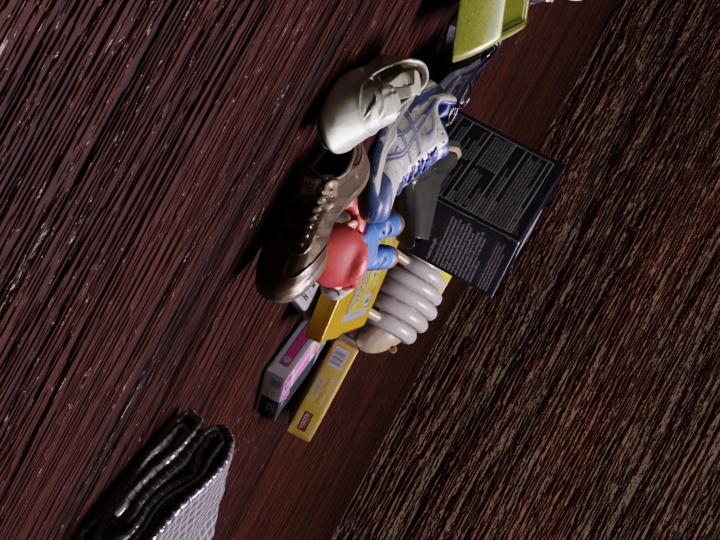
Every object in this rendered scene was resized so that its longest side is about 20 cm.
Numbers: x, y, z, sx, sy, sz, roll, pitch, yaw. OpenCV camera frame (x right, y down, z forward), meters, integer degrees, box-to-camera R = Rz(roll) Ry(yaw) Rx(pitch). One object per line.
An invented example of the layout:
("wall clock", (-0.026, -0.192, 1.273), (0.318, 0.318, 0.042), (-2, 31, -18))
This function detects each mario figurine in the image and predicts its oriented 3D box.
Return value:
("mario figurine", (-0.026, -0.035, 1.517), (0.106, 0.124, 0.200), (-24, 176, 23))

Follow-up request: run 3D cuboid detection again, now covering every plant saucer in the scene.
("plant saucer", (0.165, -0.348, 1.567), (0.200, 0.048, 0.200), (-42, 141, -65))

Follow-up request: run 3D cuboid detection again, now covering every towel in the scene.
("towel", (-0.205, 0.261, 1.361), (0.200, 0.086, 0.166), (-52, 165, -47))

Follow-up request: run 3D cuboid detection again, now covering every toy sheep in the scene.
("toy sheep", (0.054, 0.030, 1.945), (0.200, 0.138, 0.138), (-59, 171, -3))

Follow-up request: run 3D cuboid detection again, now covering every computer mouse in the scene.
("computer mouse", (0.096, -0.229, 1.669), (0.139, 0.053, 0.200), (-57, 170, 26))

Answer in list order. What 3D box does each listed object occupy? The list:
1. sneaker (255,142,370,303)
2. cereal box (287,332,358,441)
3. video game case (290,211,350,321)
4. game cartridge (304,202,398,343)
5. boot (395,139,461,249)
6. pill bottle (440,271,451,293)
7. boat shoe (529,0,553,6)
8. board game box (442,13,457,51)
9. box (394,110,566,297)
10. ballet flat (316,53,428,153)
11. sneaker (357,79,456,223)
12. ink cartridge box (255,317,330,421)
("sneaker", (-0.055, -0.063, 1.360), (0.076, 0.070, 0.200), (74, 37, -53))
("cereal box", (-0.054, 0.155, 1.903), (0.144, 0.039, 0.200), (-62, -178, 2))
("video game case", (-0.032, -0.033, 1.651), (0.182, 0.024, 0.200), (-61, 170, -7))
("game cartridge", (0.000, 0.000, 1.716), (0.176, 0.032, 0.200), (-67, 170, 9))
("boot", (0.079, -0.099, 1.738), (0.200, 0.077, 0.139), (-6, 93, -65))
("pill bottle", (0.107, -0.044, 2.088), (0.200, 0.112, 0.112), (-59, 170, -18))
("boat shoe", (0.226, -0.366, 1.696), (0.072, 0.071, 0.200), (-60, 179, -27))
("board game box", (0.166, -0.341, 1.801), (0.200, 0.034, 0.134), (-57, 170, -28))
("box", (0.150, -0.101, 1.894), (0.200, 0.198, 0.123), (-53, 169, -44))
("ballet flat", (0.019, -0.175, 1.359), (0.200, 0.069, 0.069), (-50, 165, -57))
("sneaker", (0.055, -0.133, 1.479), (0.075, 0.088, 0.200), (125, -17, -61))
("ink cartridge box", (-0.071, 0.098, 1.780), (0.200, 0.037, 0.095), (-57, 170, -39))
